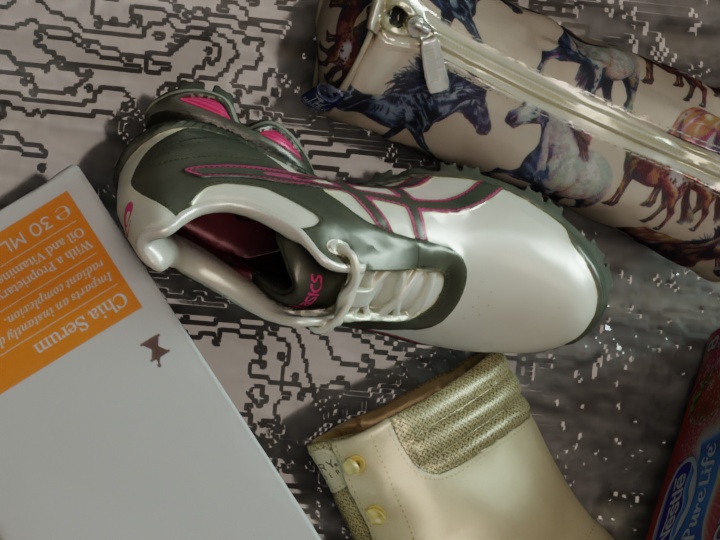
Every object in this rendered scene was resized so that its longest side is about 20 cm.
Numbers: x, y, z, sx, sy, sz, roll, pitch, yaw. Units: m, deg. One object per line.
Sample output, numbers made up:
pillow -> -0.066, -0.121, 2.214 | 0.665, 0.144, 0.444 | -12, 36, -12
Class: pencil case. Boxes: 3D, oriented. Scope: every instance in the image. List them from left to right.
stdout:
pencil case -> 0.077, -0.064, 1.032 | 0.199, 0.089, 0.078 | 22, 99, -13

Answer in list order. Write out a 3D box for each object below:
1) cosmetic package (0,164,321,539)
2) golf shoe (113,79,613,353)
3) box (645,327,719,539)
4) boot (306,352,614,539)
cosmetic package -> -0.094, 0.074, 0.971 | 0.101, 0.071, 0.200 | -32, 77, -11
golf shoe -> 0.000, 0.000, 0.988 | 0.199, 0.088, 0.077 | 16, 120, -10
box -> 0.174, 0.111, 1.019 | 0.099, 0.095, 0.201 | 29, 59, -12
boot -> 0.012, 0.138, 1.028 | 0.200, 0.073, 0.156 | -33, 99, -13
